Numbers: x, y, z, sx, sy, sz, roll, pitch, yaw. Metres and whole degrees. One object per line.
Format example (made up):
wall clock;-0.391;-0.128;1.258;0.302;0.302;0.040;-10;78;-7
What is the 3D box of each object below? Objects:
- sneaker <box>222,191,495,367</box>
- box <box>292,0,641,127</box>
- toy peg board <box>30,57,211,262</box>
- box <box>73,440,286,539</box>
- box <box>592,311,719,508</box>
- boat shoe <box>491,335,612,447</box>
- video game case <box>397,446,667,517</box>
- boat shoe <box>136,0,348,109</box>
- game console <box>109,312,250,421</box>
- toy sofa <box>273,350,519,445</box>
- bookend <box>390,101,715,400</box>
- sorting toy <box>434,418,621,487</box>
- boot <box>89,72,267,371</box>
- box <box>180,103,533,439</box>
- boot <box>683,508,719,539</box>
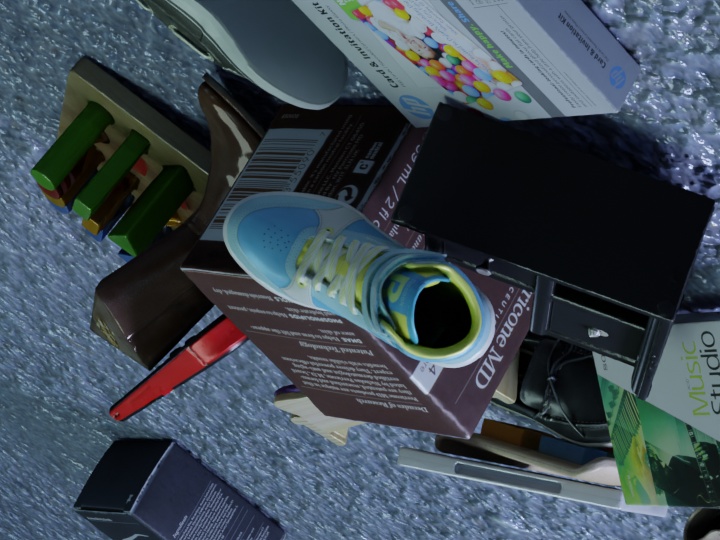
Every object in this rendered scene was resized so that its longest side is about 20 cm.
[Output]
sneaker;0.000;0.000;1.487;0.199;0.080;0.131;23;179;1
box;0.061;-0.159;1.465;0.200;0.041;0.156;2;145;51
toy peg board;-0.195;-0.050;1.910;0.200;0.098;0.199;38;158;2
box;-0.216;0.299;2.690;0.200;0.105;0.148;43;155;-27
box;0.257;0.104;1.675;0.200;0.036;0.145;-7;97;57
boat shoe;0.160;0.093;1.829;0.199;0.075;0.062;16;166;44
video game case;0.148;0.180;1.911;0.199;0.018;0.143;10;175;24
boat shoe;-0.095;-0.182;1.584;0.200;0.071;0.064;40;157;-2
game console;-0.101;0.040;1.829;0.177;0.200;0.031;-32;94;47
toy sofa;0.028;0.073;1.850;0.199;0.083;0.097;-18;143;38
bookend;0.130;-0.009;1.573;0.199;0.092;0.199;21;163;8
sorting toy;0.191;0.160;1.905;0.185;0.037;0.200;14;175;-39
boot;-0.145;-0.033;1.763;0.187;0.200;0.064;58;173;-35
box;0.010;-0.002;1.693;0.164;0.166;0.200;4;147;47
boot;0.340;0.241;1.891;0.146;0.070;0.200;18;139;-9
